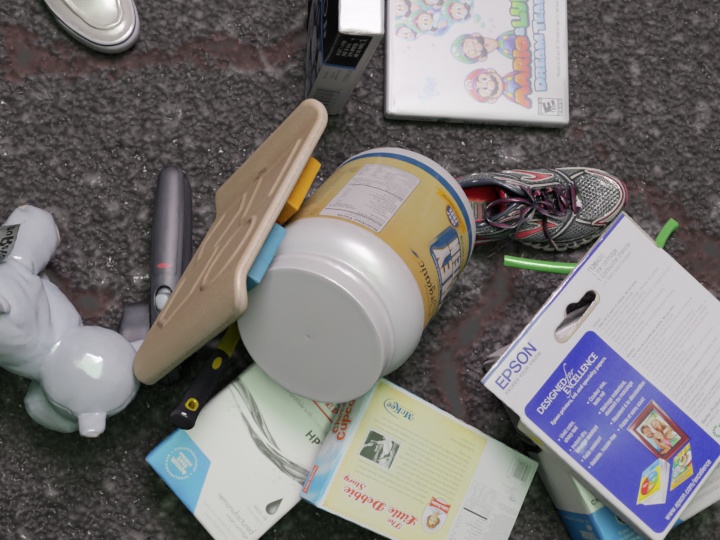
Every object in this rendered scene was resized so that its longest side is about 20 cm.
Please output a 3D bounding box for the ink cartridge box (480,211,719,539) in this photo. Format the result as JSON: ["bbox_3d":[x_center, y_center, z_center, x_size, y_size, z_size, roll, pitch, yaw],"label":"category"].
[{"bbox_3d":[0.231,0.089,0.793,0.200,0.047,0.198,42,78,1],"label":"ink cartridge box"}]

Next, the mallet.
[{"bbox_3d":[-0.105,0.072,0.775,0.066,0.200,0.041,31,119,-13],"label":"mallet"}]

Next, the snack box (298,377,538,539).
[{"bbox_3d":[0.056,0.179,0.804,0.200,0.037,0.116,32,77,-28],"label":"snack box"}]

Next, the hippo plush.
[{"bbox_3d":[-0.248,0.046,0.767,0.161,0.200,0.159,35,49,-18],"label":"hippo plush"}]

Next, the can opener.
[{"bbox_3d":[-0.171,0.004,0.825,0.079,0.063,0.200,5,81,-7],"label":"can opener"}]

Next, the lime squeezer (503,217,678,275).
[{"bbox_3d":[0.233,-0.013,0.862,0.200,0.038,0.071,-13,55,-22],"label":"lime squeezer"}]

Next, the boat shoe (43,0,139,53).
[{"bbox_3d":[-0.273,-0.290,0.852,0.071,0.070,0.200,-33,87,-11],"label":"boat shoe"}]

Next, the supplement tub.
[{"bbox_3d":[0.000,0.000,0.768,0.145,0.145,0.200,39,40,-1],"label":"supplement tub"}]

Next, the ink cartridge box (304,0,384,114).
[{"bbox_3d":[-0.016,-0.262,0.820,0.043,0.198,0.200,4,80,-10],"label":"ink cartridge box"}]

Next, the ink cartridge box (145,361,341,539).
[{"bbox_3d":[-0.073,0.137,0.816,0.200,0.067,0.116,-41,89,-12],"label":"ink cartridge box"}]

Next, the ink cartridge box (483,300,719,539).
[{"bbox_3d":[0.225,0.136,0.849,0.145,0.084,0.200,-26,85,-12],"label":"ink cartridge box"}]

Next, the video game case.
[{"bbox_3d":[0.115,-0.242,0.922,0.182,0.024,0.200,2,81,-7],"label":"video game case"}]

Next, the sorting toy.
[{"bbox_3d":[-0.097,-0.018,0.730,0.036,0.185,0.200,32,52,-19],"label":"sorting toy"}]

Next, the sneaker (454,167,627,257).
[{"bbox_3d":[0.157,-0.057,0.874,0.200,0.075,0.081,-8,83,-10],"label":"sneaker"}]
